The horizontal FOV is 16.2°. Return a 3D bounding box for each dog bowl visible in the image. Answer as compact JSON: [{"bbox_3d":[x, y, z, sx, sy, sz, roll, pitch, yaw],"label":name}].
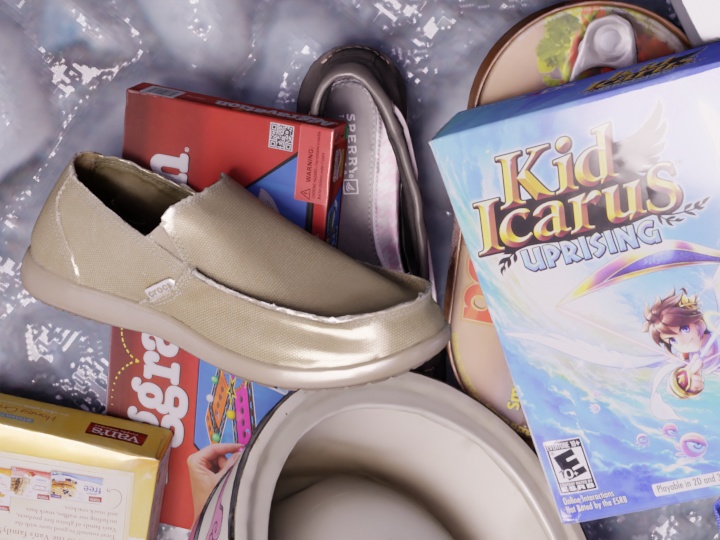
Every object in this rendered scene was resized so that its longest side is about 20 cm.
[{"bbox_3d":[0.009,0.145,1.065,0.200,0.200,0.074,51,134,-4],"label":"dog bowl"}]

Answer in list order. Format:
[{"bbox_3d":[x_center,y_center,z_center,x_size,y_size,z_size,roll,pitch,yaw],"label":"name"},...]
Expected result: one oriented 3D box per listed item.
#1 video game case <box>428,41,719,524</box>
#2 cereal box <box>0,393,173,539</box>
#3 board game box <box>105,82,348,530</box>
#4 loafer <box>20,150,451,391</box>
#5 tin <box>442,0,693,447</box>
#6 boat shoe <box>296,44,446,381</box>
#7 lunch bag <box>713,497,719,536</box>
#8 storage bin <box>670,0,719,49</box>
[{"bbox_3d":[0.150,0.000,1.046,0.200,0.045,0.182,-14,103,24],"label":"video game case"},{"bbox_3d":[-0.171,0.155,1.166,0.144,0.040,0.200,12,110,3],"label":"cereal box"},{"bbox_3d":[-0.063,0.023,1.131,0.103,0.019,0.200,12,109,22],"label":"board game box"},{"bbox_3d":[-0.056,-0.003,1.068,0.200,0.076,0.068,13,115,21],"label":"loafer"},{"bbox_3d":[0.095,-0.021,1.119,0.112,0.042,0.200,5,100,-11],"label":"tin"},{"bbox_3d":[0.000,0.000,1.130,0.067,0.057,0.200,-5,99,6],"label":"boat shoe"},{"bbox_3d":[0.193,0.163,0.985,0.094,0.151,0.200,-23,74,13],"label":"lunch bag"},{"bbox_3d":[0.178,-0.170,1.054,0.134,0.146,0.200,-26,96,19],"label":"storage bin"}]
